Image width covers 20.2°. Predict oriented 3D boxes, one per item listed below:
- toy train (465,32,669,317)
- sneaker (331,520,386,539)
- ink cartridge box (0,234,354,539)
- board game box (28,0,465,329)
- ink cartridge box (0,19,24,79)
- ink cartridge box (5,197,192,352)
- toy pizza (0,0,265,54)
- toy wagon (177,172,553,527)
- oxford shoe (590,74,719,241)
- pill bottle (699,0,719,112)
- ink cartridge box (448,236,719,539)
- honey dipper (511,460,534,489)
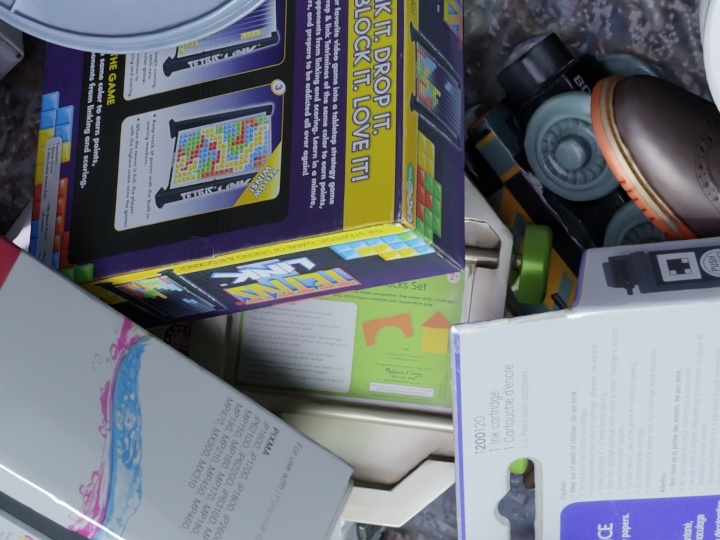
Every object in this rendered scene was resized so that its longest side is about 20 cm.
[{"bbox_3d":[0.110,-0.001,0.855,0.114,0.085,0.200,-38,92,33],"label":"toy train"},{"bbox_3d":[-0.035,0.110,0.927,0.099,0.078,0.201,22,119,19],"label":"sneaker"},{"bbox_3d":[-0.125,0.077,0.772,0.199,0.086,0.147,35,144,-12],"label":"ink cartridge box"},{"bbox_3d":[-0.043,-0.086,0.782,0.164,0.057,0.202,-9,66,25],"label":"board game box"},{"bbox_3d":[-0.228,-0.047,0.901,0.200,0.174,0.043,-38,133,23],"label":"ink cartridge box"},{"bbox_3d":[-0.054,-0.049,0.879,0.117,0.067,0.201,37,95,4],"label":"ink cartridge box"},{"bbox_3d":[-0.092,-0.183,0.753,0.198,0.032,0.202,4,103,16],"label":"toy pizza"},{"bbox_3d":[0.000,0.000,0.822,0.154,0.040,0.202,7,92,5],"label":"toy wagon"},{"bbox_3d":[0.177,-0.033,0.790,0.199,0.072,0.072,25,139,-27],"label":"oxford shoe"},{"bbox_3d":[0.184,-0.101,0.734,0.113,0.200,0.115,5,107,15],"label":"pill bottle"},{"bbox_3d":[0.133,0.075,0.801,0.198,0.044,0.199,-5,129,-2],"label":"ink cartridge box"},{"bbox_3d":[0.035,0.040,0.912,0.200,0.038,0.038,41,113,4],"label":"honey dipper"}]
